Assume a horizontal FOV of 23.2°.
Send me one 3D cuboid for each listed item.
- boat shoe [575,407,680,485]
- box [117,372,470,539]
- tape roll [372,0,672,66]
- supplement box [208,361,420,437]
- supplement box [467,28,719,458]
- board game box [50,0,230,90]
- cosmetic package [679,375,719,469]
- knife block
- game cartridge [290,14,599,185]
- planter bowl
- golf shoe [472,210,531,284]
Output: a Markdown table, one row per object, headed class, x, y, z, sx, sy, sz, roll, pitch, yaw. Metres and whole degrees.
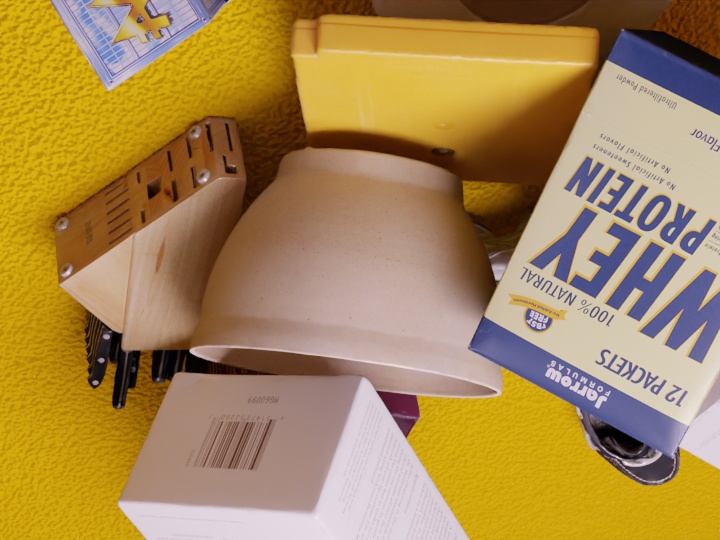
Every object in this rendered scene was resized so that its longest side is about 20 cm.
| class | x | y | z | sx | sy | sz | roll | pitch | yaw |
| --- | --- | --- | --- | --- | --- | --- | --- | --- | --- |
| boat shoe | 0.211 | 0.120 | 1.384 | 0.073 | 0.061 | 0.201 | -22 | 134 | 7 |
| box | -0.037 | 0.168 | 1.158 | 0.151 | 0.107 | 0.200 | -1 | 140 | 29 |
| tape roll | 0.097 | -0.207 | 1.042 | 0.201 | 0.071 | 0.203 | -7 | 133 | -7 |
| supplement box | -0.058 | 0.128 | 1.298 | 0.130 | 0.104 | 0.201 | 12 | 128 | -21 |
| supplement box | 0.183 | -0.025 | 1.049 | 0.134 | 0.200 | 0.201 | 28 | 104 | 12 |
| board game box | -0.087 | -0.169 | 0.942 | 0.199 | 0.200 | 0.062 | -29 | 105 | 15 |
| cosmetic package | 0.318 | 0.107 | 1.367 | 0.199 | 0.108 | 0.085 | 31 | 120 | -33 |
| knife block | -0.117 | 0.011 | 1.201 | 0.199 | 0.064 | 0.175 | -33 | 132 | 17 |
| game cartridge | 0.051 | -0.102 | 1.068 | 0.175 | 0.033 | 0.200 | 4 | 162 | 3 |
| planter bowl | 0.000 | 0.000 | 1.114 | 0.198 | 0.136 | 0.200 | 8 | 172 | 1 |
| golf shoe | 0.127 | 0.003 | 1.230 | 0.198 | 0.098 | 0.079 | -13 | 133 | -3 |
